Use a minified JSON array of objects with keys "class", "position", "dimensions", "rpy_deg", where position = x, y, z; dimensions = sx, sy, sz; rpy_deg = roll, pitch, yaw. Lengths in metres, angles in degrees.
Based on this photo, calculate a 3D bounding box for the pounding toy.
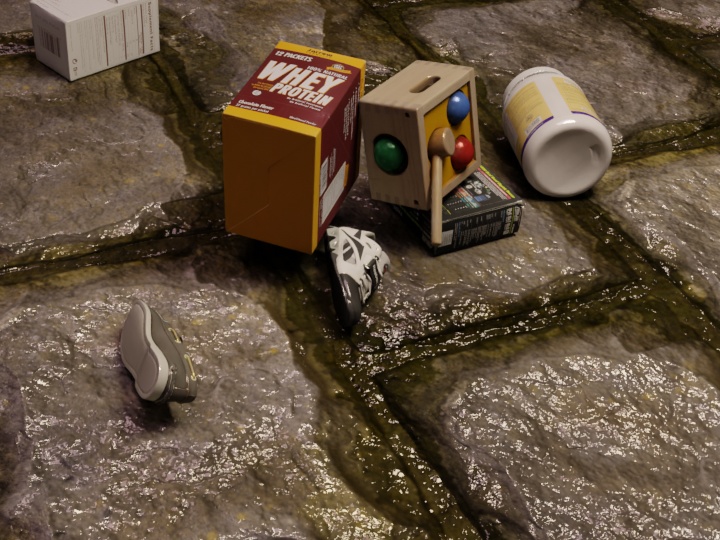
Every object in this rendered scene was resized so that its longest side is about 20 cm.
[{"class":"pounding toy","position":[0.095,-0.170,1.622],"dimensions":[0.141,0.185,0.200],"rpy_deg":[14,37,33]}]

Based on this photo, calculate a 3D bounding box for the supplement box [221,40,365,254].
[{"class":"supplement box","position":[-0.090,-0.173,1.574],"dimensions":[0.132,0.198,0.201],"rpy_deg":[15,42,12]}]

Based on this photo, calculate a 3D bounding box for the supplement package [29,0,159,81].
[{"class":"supplement package","position":[-0.478,-0.442,2.063],"dimensions":[0.117,0.118,0.199],"rpy_deg":[31,44,33]}]

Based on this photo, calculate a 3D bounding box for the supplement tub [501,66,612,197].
[{"class":"supplement tub","position":[0.310,-0.227,1.833],"dimensions":[0.144,0.146,0.201],"rpy_deg":[-2,37,-8]}]

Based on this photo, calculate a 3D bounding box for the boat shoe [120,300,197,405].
[{"class":"boat shoe","position":[-0.250,0.102,1.404],"dimensions":[0.060,0.072,0.202],"rpy_deg":[19,17,-29]}]

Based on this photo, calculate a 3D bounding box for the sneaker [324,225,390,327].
[{"class":"sneaker","position":[0.000,0.000,1.557],"dimensions":[0.088,0.075,0.201],"rpy_deg":[-2,38,-5]}]

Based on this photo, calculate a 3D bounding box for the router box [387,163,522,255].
[{"class":"router box","position":[0.130,-0.116,1.734],"dimensions":[0.149,0.063,0.200],"rpy_deg":[-15,41,-22]}]
